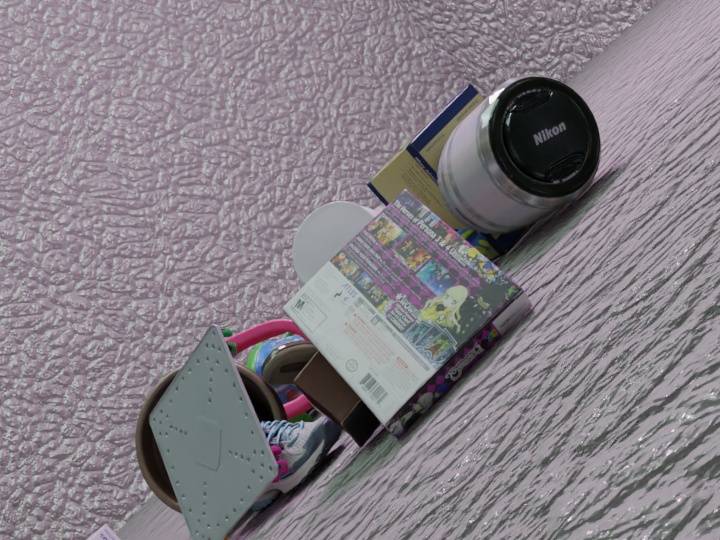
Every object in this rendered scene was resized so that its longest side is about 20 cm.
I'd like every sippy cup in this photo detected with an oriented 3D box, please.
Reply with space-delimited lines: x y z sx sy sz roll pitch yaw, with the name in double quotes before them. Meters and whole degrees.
"sippy cup" -0.085 0.154 1.707 0.129 0.181 0.139 -28 -19 32

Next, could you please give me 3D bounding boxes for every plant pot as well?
"plant pot" -0.179 0.228 1.480 0.200 0.200 0.175 -43 -15 -1

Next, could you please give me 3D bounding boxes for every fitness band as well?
"fitness band" -0.138 0.154 1.635 0.197 0.146 0.037 -23 -19 14

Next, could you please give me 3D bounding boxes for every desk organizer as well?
"desk organizer" 0.027 0.072 1.146 0.201 0.077 0.072 -50 -29 -10

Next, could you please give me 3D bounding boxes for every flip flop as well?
"flip flop" -0.033 0.123 1.439 0.197 0.058 0.082 -5 -51 -34

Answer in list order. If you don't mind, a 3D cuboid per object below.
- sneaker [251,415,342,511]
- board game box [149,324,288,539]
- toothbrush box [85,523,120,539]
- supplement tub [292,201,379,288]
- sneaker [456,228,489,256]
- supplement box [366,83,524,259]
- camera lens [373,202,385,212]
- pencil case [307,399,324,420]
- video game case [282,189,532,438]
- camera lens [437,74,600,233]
"sneaker" -0.099 0.211 1.285 0.200 0.086 0.078 -42 3 42
"board game box" -0.170 0.201 1.303 0.026 0.202 0.201 0 -39 -40
"toothbrush box" -0.562 0.612 2.184 0.200 0.085 0.146 -44 2 -38
"supplement tub" 0.000 0.000 1.477 0.144 0.145 0.200 -43 -25 3
"sneaker" 0.104 0.030 1.454 0.200 0.070 0.083 -48 -17 -33
"supplement box" 0.144 -0.120 1.591 0.134 0.200 0.200 -44 4 -21
"camera lens" 0.047 -0.021 2.012 0.200 0.160 0.160 -43 2 -2
"pencil case" 0.016 0.101 1.355 0.200 0.078 0.090 -43 24 14
"video game case" 0.040 0.036 1.085 0.181 0.200 0.036 -44 -42 -3
"camera lens" 0.194 -0.140 1.387 0.160 0.160 0.200 -44 2 -19
